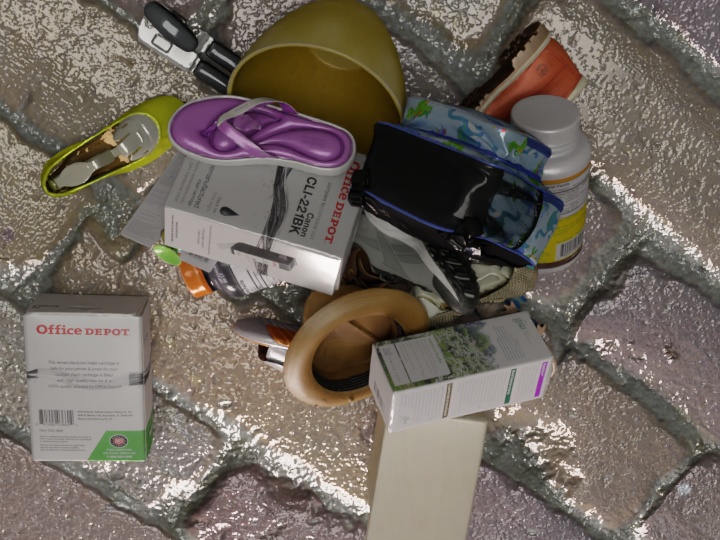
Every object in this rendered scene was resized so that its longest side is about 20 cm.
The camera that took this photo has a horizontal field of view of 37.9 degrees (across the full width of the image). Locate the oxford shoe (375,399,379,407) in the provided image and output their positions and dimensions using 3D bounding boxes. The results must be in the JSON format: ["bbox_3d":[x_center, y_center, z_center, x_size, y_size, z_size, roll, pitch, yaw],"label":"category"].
[{"bbox_3d":[0.100,0.137,1.322,0.200,0.075,0.058,-11,106,-36],"label":"oxford shoe"}]

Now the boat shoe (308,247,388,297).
[{"bbox_3d":[0.001,0.000,1.308,0.072,0.068,0.200,36,103,-12],"label":"boat shoe"}]

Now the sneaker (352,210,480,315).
[{"bbox_3d":[0.061,-0.009,1.211,0.074,0.200,0.079,11,116,-51],"label":"sneaker"}]

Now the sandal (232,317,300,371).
[{"bbox_3d":[-0.066,0.112,1.335,0.207,0.079,0.059,15,103,-9],"label":"sandal"}]

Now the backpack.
[{"bbox_3d":[0.118,-0.088,1.103,0.200,0.183,0.147,24,91,-52],"label":"backpack"}]

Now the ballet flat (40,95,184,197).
[{"bbox_3d":[-0.295,-0.142,1.252,0.200,0.067,0.067,-27,106,6],"label":"ballet flat"}]

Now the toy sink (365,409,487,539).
[{"bbox_3d":[0.079,0.263,1.371,0.130,0.112,0.200,7,102,-5],"label":"toy sink"}]

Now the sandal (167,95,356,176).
[{"bbox_3d":[-0.102,-0.152,1.116,0.203,0.050,0.083,6,69,-7],"label":"sandal"}]

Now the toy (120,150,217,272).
[{"bbox_3d":[-0.179,-0.086,1.229,0.115,0.200,0.047,22,146,10],"label":"toy"}]

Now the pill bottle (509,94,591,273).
[{"bbox_3d":[0.212,-0.101,1.232,0.109,0.109,0.200,-5,131,-1],"label":"pill bottle"}]

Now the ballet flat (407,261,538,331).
[{"bbox_3d":[0.112,0.022,1.251,0.200,0.075,0.068,-21,65,30],"label":"ballet flat"}]

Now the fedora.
[{"bbox_3d":[-0.016,0.075,1.246,0.201,0.082,0.201,-20,140,-18],"label":"fedora"}]

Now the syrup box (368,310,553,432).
[{"bbox_3d":[0.117,0.118,1.231,0.200,0.079,0.081,-11,136,-14],"label":"syrup box"}]

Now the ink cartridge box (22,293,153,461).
[{"bbox_3d":[-0.339,0.134,1.327,0.146,0.084,0.200,2,107,-3],"label":"ink cartridge box"}]

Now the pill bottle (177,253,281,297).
[{"bbox_3d":[-0.121,-0.033,1.273,0.200,0.106,0.106,-20,107,4],"label":"pill bottle"}]

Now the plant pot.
[{"bbox_3d":[-0.034,-0.223,1.184,0.200,0.142,0.200,11,144,8],"label":"plant pot"}]

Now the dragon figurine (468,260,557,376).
[{"bbox_3d":[0.184,0.055,1.336,0.200,0.099,0.059,33,106,-29],"label":"dragon figurine"}]

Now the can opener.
[{"bbox_3d":[-0.173,-0.240,1.232,0.200,0.066,0.053,32,102,-16],"label":"can opener"}]

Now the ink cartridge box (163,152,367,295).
[{"bbox_3d":[-0.099,-0.076,1.157,0.200,0.144,0.084,17,149,-1],"label":"ink cartridge box"}]

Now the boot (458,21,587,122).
[{"bbox_3d":[0.181,-0.187,1.258,0.107,0.075,0.200,40,101,-18],"label":"boot"}]
